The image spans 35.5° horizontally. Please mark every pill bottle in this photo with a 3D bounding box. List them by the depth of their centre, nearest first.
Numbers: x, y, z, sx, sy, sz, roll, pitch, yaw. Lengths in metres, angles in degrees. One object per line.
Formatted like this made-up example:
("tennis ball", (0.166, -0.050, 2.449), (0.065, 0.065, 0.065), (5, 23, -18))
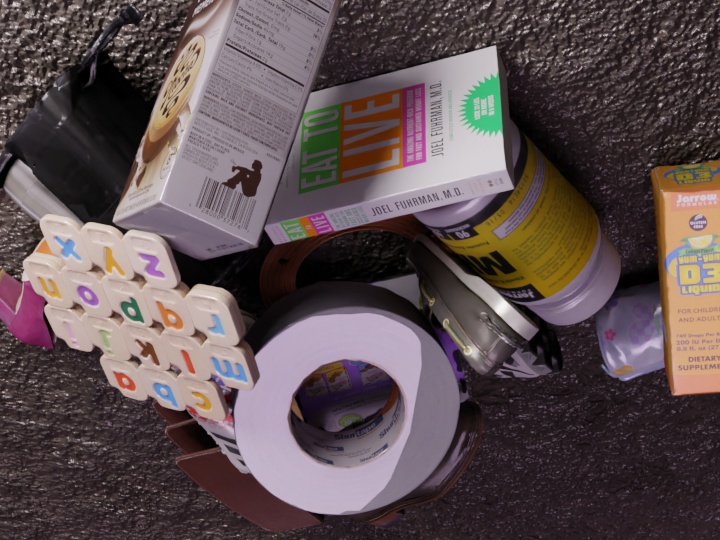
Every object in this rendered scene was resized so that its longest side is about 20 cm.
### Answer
("pill bottle", (0.138, -0.041, 0.977), (0.114, 0.115, 0.200), (-26, 133, 30))

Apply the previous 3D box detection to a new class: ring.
("ring", (0.000, 0.000, 1.090), (0.198, 0.019, 0.202), (-7, 139, -6))

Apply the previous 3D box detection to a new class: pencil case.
("pencil case", (0.329, 0.047, 1.096), (0.198, 0.092, 0.083), (-13, 180, 20))

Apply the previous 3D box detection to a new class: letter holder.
("letter holder", (-0.149, 0.225, 1.328), (0.141, 0.101, 0.200), (-18, 137, 25))

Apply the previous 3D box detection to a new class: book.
("book", (0.022, -0.097, 0.899), (0.198, 0.135, 0.048), (-13, 139, 17))

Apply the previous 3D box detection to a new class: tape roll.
("tape roll", (-0.015, 0.113, 0.995), (0.198, 0.066, 0.202), (-3, 111, -8))

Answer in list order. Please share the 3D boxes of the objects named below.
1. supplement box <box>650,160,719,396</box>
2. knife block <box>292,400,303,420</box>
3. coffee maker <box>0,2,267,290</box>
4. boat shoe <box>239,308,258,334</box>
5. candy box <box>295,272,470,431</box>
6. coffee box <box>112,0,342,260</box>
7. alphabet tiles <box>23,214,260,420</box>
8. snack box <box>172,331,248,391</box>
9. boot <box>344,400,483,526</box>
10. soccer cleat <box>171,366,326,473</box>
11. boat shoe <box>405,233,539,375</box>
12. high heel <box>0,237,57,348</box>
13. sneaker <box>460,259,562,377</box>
("supplement box", (0.300, 0.008, 1.003), (0.066, 0.069, 0.202), (-5, 110, 13))
("knife block", (-0.050, 0.099, 1.196), (0.198, 0.064, 0.176), (10, 141, -9))
("coffee maker", (-0.174, -0.063, 0.898), (0.200, 0.135, 0.192), (43, 141, -5))
("boat shoe", (-0.189, 0.042, 1.118), (0.198, 0.063, 0.075), (6, 131, 12))
("candy box", (0.020, 0.106, 1.117), (0.166, 0.072, 0.201), (-13, 134, 3))
("coffee box", (-0.096, -0.118, 0.805), (0.079, 0.202, 0.113), (24, 164, -25))
("alphabet tiles", (-0.173, 0.038, 0.882), (0.198, 0.015, 0.197), (10, 135, 25))
("snack box", (-0.148, 0.064, 1.020), (0.199, 0.072, 0.024), (30, 117, -37))
("boot", (0.030, 0.185, 1.092), (0.096, 0.075, 0.200), (19, 130, -30))
("soccer cleat", (-0.121, 0.150, 1.092), (0.199, 0.069, 0.086), (32, 128, 1))
("boat shoe", (0.081, 0.026, 0.973), (0.072, 0.202, 0.060), (36, 94, -28))
("high heel", (-0.296, 0.024, 1.106), (0.199, 0.068, 0.096), (-28, 122, 38))
("sneaker", (0.125, 0.062, 1.135), (0.088, 0.075, 0.200), (-18, 139, 27))
